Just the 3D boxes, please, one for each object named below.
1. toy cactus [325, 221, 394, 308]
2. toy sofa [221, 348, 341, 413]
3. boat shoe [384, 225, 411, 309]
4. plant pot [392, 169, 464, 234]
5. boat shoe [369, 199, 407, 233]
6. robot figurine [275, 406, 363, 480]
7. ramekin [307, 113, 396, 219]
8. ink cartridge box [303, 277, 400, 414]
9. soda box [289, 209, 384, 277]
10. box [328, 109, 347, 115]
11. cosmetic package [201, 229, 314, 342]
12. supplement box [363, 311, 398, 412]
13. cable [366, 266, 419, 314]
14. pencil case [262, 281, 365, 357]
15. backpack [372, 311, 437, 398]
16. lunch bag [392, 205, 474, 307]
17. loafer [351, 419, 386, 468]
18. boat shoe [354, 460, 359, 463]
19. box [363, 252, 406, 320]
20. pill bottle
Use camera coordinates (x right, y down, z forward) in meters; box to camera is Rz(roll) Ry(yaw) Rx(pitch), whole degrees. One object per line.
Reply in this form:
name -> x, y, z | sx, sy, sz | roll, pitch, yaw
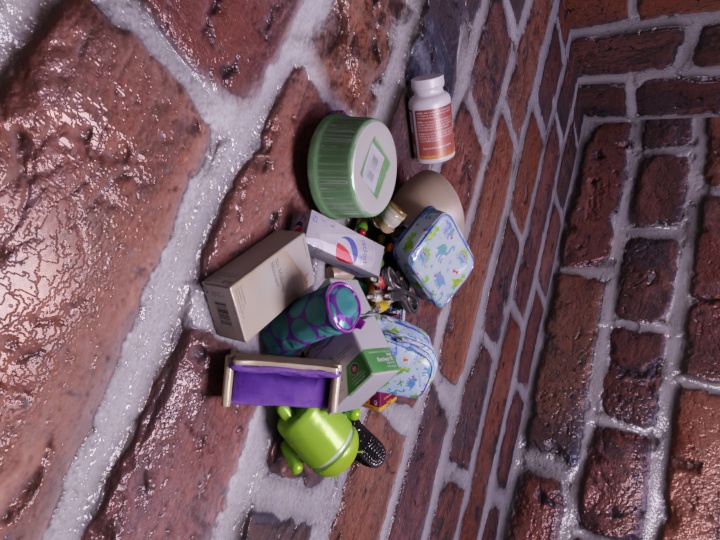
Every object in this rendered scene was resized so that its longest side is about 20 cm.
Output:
toy cactus -> 0.000, 0.000, 1.191 | 0.162, 0.100, 0.208 | -11, 104, -42
toy sofa -> -0.130, 0.188, 0.909 | 0.193, 0.097, 0.086 | 7, 92, -13
boat shoe -> 0.083, -0.002, 1.272 | 0.061, 0.074, 0.208 | -11, 116, -23
plant pot -> 0.138, -0.123, 1.328 | 0.132, 0.198, 0.206 | -26, 121, -26
boat shoe -> 0.050, -0.126, 1.197 | 0.067, 0.073, 0.200 | -50, -172, 7
robot figurine -> -0.081, 0.308, 1.048 | 0.175, 0.116, 0.202 | -41, 102, -5
ramekin -> -0.008, -0.199, 1.057 | 0.198, 0.095, 0.208 | -20, 113, -55
ink cartridge box -> -0.033, 0.138, 1.018 | 0.081, 0.147, 0.204 | 3, 51, -45
soda box -> -0.045, -0.048, 1.069 | 0.197, 0.067, 0.066 | 25, 71, -38
box -> -0.022, -0.222, 1.160 | 0.199, 0.038, 0.141 | 37, 65, -55
cosmetic package -> -0.168, 0.020, 0.936 | 0.200, 0.071, 0.107 | -43, 131, -45
supplement box -> 0.022, 0.200, 1.244 | 0.085, 0.107, 0.208 | -14, 108, -56
cable -> 0.074, 0.048, 1.205 | 0.198, 0.049, 0.101 | 13, 77, -62
pencil case -> -0.087, 0.092, 0.959 | 0.093, 0.197, 0.086 | 52, 42, -13
backpack -> 0.060, 0.176, 1.116 | 0.194, 0.154, 0.168 | 13, 109, -27
lunch bag -> 0.169, -0.031, 1.226 | 0.162, 0.082, 0.201 | -49, 131, -11
loafer -> -0.033, 0.343, 1.158 | 0.201, 0.072, 0.072 | 49, 52, 7
boat shoe -> -0.037, 0.395, 1.226 | 0.201, 0.064, 0.072 | 53, 52, -48
box -> 0.064, 0.045, 1.344 | 0.157, 0.045, 0.208 | -9, 103, -57
pill bottle -> 0.181, -0.388, 1.393 | 0.112, 0.109, 0.206 | -41, 130, -47
